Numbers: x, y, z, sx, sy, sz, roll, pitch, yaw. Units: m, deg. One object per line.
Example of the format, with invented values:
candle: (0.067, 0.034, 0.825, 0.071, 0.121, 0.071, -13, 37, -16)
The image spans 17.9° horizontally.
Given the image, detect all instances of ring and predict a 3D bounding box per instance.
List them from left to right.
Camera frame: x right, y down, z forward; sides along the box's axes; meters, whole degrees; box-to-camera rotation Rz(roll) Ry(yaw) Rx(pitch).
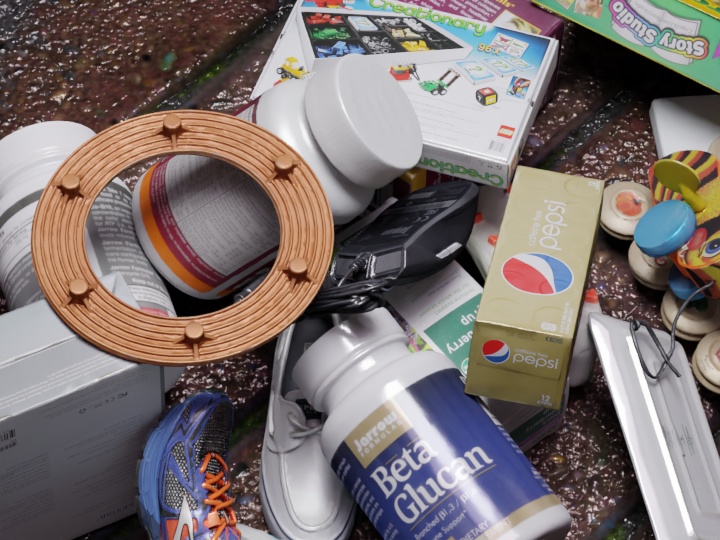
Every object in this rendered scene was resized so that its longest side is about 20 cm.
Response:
ring: (-0.117, -0.027, 1.506, 0.200, 0.019, 0.201, 1, 57, -2)

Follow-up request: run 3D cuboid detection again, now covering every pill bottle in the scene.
pill bottle: (-0.206, -0.002, 1.668, 0.114, 0.114, 0.200, -15, 59, -13)
pill bottle: (-0.059, -0.067, 1.624, 0.110, 0.200, 0.110, 35, 39, -34)
pill bottle: (0.042, 0.126, 1.553, 0.111, 0.111, 0.200, -31, 71, -21)

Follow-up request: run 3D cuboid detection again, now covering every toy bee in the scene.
toy bee: (0.261, -0.016, 1.653, 0.109, 0.131, 0.200, -22, 57, 28)

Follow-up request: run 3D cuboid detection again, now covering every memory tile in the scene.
memory tile: (0.282, -0.009, 1.729, 0.153, 0.017, 0.200, -21, 60, -16)

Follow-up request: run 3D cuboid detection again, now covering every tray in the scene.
tray: (0.223, 0.122, 1.615, 0.107, 0.022, 0.200, 14, 52, -47)

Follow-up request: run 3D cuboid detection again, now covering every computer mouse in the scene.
computer mouse: (0.000, 0.000, 1.617, 0.140, 0.046, 0.200, -10, 20, 33)

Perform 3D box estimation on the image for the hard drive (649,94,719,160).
hard drive: (0.307, -0.051, 1.782, 0.132, 0.027, 0.200, -4, 58, -5)

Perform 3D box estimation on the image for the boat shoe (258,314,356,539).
boat shoe: (-0.038, 0.107, 1.635, 0.073, 0.065, 0.200, -3, 57, -6)

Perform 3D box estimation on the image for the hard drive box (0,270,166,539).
hard drive box: (-0.214, 0.108, 1.544, 0.156, 0.200, 0.077, -21, 60, -17)

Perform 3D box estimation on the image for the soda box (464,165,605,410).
soda box: (0.123, 0.008, 1.587, 0.068, 0.064, 0.200, 10, 36, 7)

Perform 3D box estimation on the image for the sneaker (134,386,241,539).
sneaker: (-0.105, 0.178, 1.536, 0.078, 0.075, 0.201, 8, 92, 30)

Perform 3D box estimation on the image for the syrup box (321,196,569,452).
syrup box: (0.057, 0.050, 1.669, 0.079, 0.082, 0.200, -33, 63, -21)

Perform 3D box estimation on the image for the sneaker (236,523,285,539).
sneaker: (-0.015, 0.230, 1.567, 0.200, 0.074, 0.082, 32, 29, 22)

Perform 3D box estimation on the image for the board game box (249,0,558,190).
board game box: (0.033, -0.139, 1.691, 0.200, 0.035, 0.126, 15, 56, 13)

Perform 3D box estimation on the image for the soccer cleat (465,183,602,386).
soccer cleat: (0.121, 0.007, 1.713, 0.069, 0.078, 0.200, -12, 39, -17)

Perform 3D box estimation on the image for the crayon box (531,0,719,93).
crayon box: (0.252, -0.203, 1.804, 0.200, 0.058, 0.173, 28, 20, 13)

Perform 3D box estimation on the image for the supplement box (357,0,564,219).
supplement box: (0.047, -0.136, 1.776, 0.131, 0.103, 0.200, 34, 62, 20)
